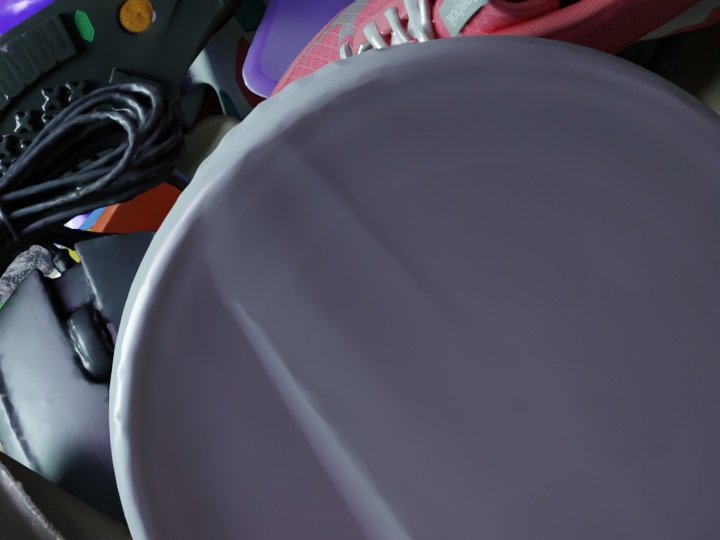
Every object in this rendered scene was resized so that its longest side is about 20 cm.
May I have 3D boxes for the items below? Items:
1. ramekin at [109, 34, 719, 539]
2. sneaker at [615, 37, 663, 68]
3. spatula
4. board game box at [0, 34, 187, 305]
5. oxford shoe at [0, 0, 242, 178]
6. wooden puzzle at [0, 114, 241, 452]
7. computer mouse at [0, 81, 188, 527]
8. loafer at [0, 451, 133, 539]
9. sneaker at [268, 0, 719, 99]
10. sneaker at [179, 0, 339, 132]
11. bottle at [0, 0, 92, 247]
[{"bbox_3d":[0.026,0.027,0.785,0.094,0.201,0.204,-125,53,-73],"label":"ramekin"},{"bbox_3d":[0.037,-0.106,0.950,0.200,0.088,0.075,19,92,64],"label":"sneaker"},{"bbox_3d":[0.011,-0.151,1.069,0.021,0.056,0.201,141,149,-77],"label":"spatula"},{"bbox_3d":[-0.175,-0.022,1.211,0.097,0.199,0.161,-12,67,63],"label":"board game box"},{"bbox_3d":[-0.093,-0.084,1.074,0.200,0.073,0.084,-48,-1,6],"label":"oxford shoe"},{"bbox_3d":[-0.117,0.042,1.013,0.185,0.046,0.201,-43,21,25],"label":"wooden puzzle"},{"bbox_3d":[-0.075,0.051,0.873,0.138,0.201,0.053,-34,-7,2],"label":"computer mouse"},{"bbox_3d":[-0.070,0.111,0.820,0.200,0.071,0.073,51,165,13],"label":"loafer"},{"bbox_3d":[0.034,-0.078,0.846,0.199,0.087,0.074,-33,78,22],"label":"sneaker"},{"bbox_3d":[-0.057,-0.106,1.159,0.094,0.070,0.200,-61,31,17],"label":"sneaker"},{"bbox_3d":[-0.109,-0.063,1.146,0.084,0.065,0.202,154,102,-82],"label":"bottle"}]
